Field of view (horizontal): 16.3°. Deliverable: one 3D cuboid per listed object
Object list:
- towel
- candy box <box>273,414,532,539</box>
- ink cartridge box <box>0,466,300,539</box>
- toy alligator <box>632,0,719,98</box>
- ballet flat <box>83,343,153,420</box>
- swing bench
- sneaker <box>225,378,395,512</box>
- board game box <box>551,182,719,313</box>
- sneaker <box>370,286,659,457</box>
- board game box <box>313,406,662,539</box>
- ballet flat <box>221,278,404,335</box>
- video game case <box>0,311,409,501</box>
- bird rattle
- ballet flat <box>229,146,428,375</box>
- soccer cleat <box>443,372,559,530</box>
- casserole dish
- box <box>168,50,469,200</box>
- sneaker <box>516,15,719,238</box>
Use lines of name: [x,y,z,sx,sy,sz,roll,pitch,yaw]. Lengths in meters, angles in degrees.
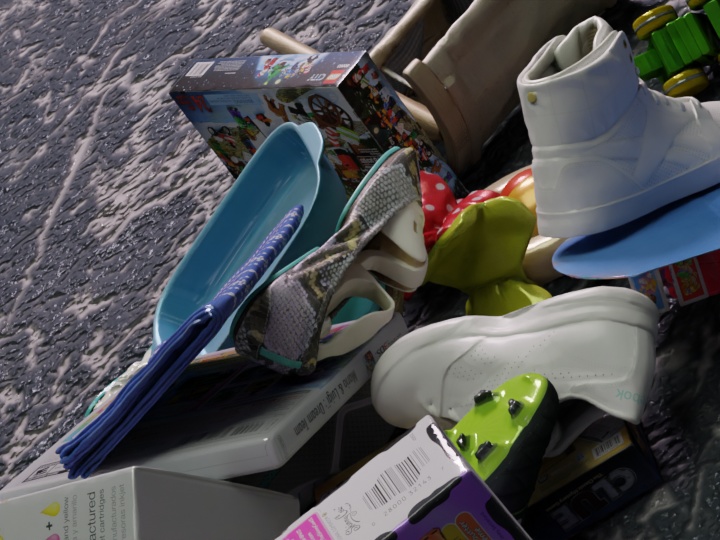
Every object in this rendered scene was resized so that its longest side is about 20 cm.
towel: [-0.103,0.038,1.481,0.145,0.024,0.200,-47,4,22]
candy box: [0.012,0.202,1.272,0.200,0.168,0.072,-39,28,0]
ink cartridge box: [-0.150,0.206,1.431,0.200,0.145,0.145,-17,69,36]
toy alligator: [0.248,-0.165,1.655,0.200,0.059,0.054,-29,-11,17]
ballet flat: [-0.112,0.066,1.731,0.072,0.072,0.200,-7,35,45]
swing bench: [0.073,-0.177,1.801,0.199,0.130,0.200,-47,35,-17]
sneaker: [-0.056,0.124,1.573,0.200,0.070,0.080,-43,7,-22]
board game box: [0.212,-0.016,1.464,0.200,0.039,0.158,-17,12,-1]
sneaker: [0.080,0.074,1.421,0.200,0.075,0.089,-20,58,42]
board game box: [0.069,0.125,1.459,0.200,0.035,0.136,-32,29,12]
ballet flat: [-0.015,0.033,1.638,0.200,0.071,0.071,-21,31,53]
video game case: [-0.092,0.086,1.505,0.200,0.024,0.182,-14,15,31]
bird rattle: [0.097,-0.019,1.610,0.163,0.113,0.200,-27,15,-3]
ballet flat: [0.000,0.000,1.503,0.072,0.072,0.200,-10,27,42]
soccer cleat: [0.057,0.150,1.360,0.200,0.081,0.068,-59,28,-6]
casserole dish: [-0.069,-0.005,1.651,0.200,0.039,0.121,-55,29,16]
box: [-0.031,-0.090,1.780,0.200,0.137,0.038,3,47,52]
sneaker: [0.169,-0.101,1.517,0.074,0.116,0.200,-2,16,41]
